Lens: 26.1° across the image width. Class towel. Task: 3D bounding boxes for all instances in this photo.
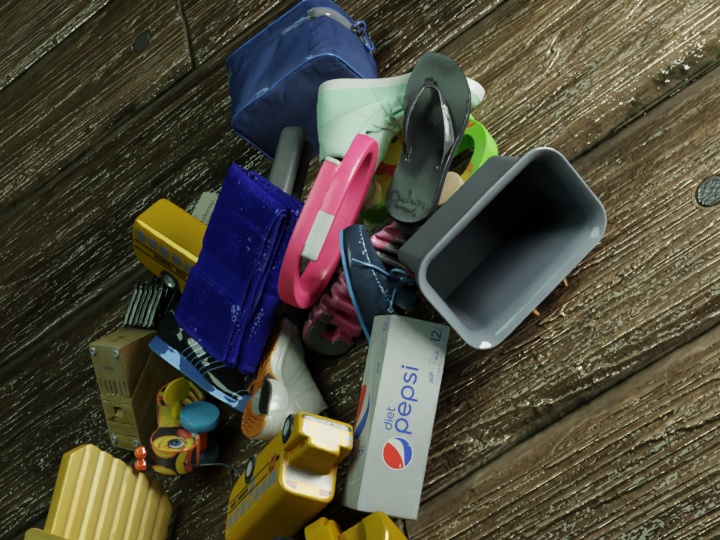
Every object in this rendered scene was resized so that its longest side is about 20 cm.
[{"bbox_3d":[-0.138,-0.004,1.734,0.147,0.049,0.202,32,106,41],"label":"towel"}]

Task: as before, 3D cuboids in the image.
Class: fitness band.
[{"bbox_3d":[-0.035,-0.055,1.680,0.037,0.144,0.202,23,85,9],"label":"fitness band"}]

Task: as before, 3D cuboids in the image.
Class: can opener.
[{"bbox_3d":[-0.104,-0.078,1.820,0.066,0.053,0.202,6,62,21],"label":"can opener"}]

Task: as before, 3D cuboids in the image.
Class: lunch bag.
[{"bbox_3d":[-0.069,-0.248,1.950,0.199,0.136,0.133,-31,46,21],"label":"lunch bag"}]

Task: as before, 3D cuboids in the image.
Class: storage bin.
[{"bbox_3d":[0.141,-0.027,1.619,0.200,0.146,0.134,-45,20,-5],"label":"storage bin"}]

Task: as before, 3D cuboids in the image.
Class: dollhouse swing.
[{"bbox_3d":[-0.241,0.304,1.683,0.181,0.200,0.177,6,66,44],"label":"dollhouse swing"}]

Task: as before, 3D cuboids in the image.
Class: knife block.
[{"bbox_3d":[-0.245,0.109,1.936,0.064,0.175,0.202,4,110,44],"label":"knife block"}]

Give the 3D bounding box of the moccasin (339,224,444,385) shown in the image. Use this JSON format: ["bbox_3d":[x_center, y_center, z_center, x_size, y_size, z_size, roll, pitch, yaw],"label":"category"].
[{"bbox_3d":[0.036,0.041,1.668,0.068,0.080,0.202,-20,93,15],"label":"moccasin"}]

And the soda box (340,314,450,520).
[{"bbox_3d":[0.035,0.149,1.587,0.063,0.068,0.202,170,111,-73],"label":"soda box"}]

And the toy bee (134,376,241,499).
[{"bbox_3d":[-0.212,0.189,1.788,0.200,0.108,0.132,-152,58,-69],"label":"toy bee"}]

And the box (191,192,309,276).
[{"bbox_3d":[-0.127,-0.041,1.912,0.199,0.068,0.083,7,66,43],"label":"box"}]

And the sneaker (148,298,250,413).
[{"bbox_3d":[-0.161,0.103,1.812,0.199,0.070,0.078,32,91,26],"label":"sneaker"}]

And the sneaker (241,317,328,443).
[{"bbox_3d":[-0.077,0.136,1.731,0.076,0.092,0.201,-48,21,29],"label":"sneaker"}]

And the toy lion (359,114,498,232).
[{"bbox_3d":[0.078,-0.134,1.804,0.199,0.069,0.193,2,57,42],"label":"toy lion"}]

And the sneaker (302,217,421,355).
[{"bbox_3d":[0.000,0.000,1.763,0.200,0.079,0.096,-47,26,19],"label":"sneaker"}]

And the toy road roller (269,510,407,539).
[{"bbox_3d":[-0.005,0.328,1.518,0.145,0.123,0.201,-32,44,5],"label":"toy road roller"}]

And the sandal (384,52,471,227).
[{"bbox_3d":[0.075,-0.147,1.696,0.075,0.043,0.202,6,74,16],"label":"sandal"}]

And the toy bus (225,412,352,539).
[{"bbox_3d":[-0.076,0.222,1.616,0.200,0.065,0.079,131,152,-50],"label":"toy bus"}]

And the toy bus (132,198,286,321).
[{"bbox_3d":[-0.182,-0.002,1.869,0.199,0.079,0.065,32,51,23],"label":"toy bus"}]

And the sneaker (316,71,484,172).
[{"bbox_3d":[0.045,-0.160,1.772,0.198,0.074,0.120,-3,70,18],"label":"sneaker"}]
